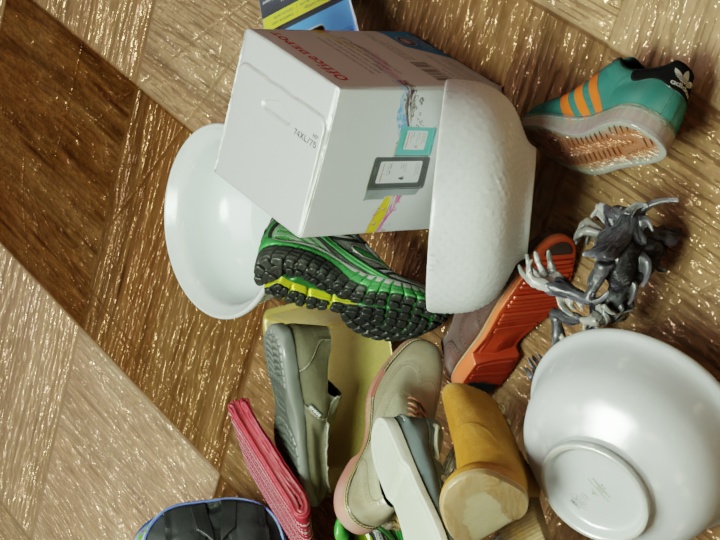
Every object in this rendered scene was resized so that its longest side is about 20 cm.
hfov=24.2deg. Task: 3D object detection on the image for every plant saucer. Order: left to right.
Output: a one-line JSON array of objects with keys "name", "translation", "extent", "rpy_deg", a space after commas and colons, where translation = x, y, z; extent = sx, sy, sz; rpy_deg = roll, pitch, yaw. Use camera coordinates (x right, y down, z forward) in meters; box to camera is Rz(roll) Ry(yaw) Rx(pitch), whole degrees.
[{"name": "plant saucer", "translation": [-0.011, 0.123, 1.693], "extent": [0.200, 0.048, 0.201], "rpy_deg": [-15, 83, 49]}]

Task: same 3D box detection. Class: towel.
[{"name": "towel", "translation": [-0.083, 0.221, 1.703], "extent": [0.145, 0.022, 0.200], "rpy_deg": [56, 168, 24]}]

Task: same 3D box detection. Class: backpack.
[{"name": "backpack", "translation": [-0.167, 0.351, 1.801], "extent": [0.147, 0.182, 0.201], "rpy_deg": [138, 128, -67]}]

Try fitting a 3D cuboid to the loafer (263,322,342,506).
[{"name": "loafer", "translation": [-0.045, 0.140, 1.645], "extent": [0.075, 0.069, 0.201], "rpy_deg": [-136, 36, -57]}]

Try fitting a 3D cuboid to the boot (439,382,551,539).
[{"name": "boot", "translation": [0.092, 0.152, 1.374], "extent": [0.071, 0.201, 0.145], "rpy_deg": [-29, 57, 11]}]

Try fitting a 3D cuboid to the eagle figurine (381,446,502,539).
[{"name": "eagle figurine", "translation": [0.074, 0.273, 1.475], "extent": [0.200, 0.150, 0.152], "rpy_deg": [-109, 11, -49]}]

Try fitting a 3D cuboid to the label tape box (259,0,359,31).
[{"name": "label tape box", "translation": [-0.040, -0.308, 1.672], "extent": [0.143, 0.066, 0.201], "rpy_deg": [-16, 83, 50]}]

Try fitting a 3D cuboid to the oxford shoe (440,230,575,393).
[{"name": "oxford shoe", "translation": [0.124, 0.028, 1.509], "extent": [0.200, 0.071, 0.073], "rpy_deg": [-58, 47, 36]}]

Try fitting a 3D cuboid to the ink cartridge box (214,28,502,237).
[{"name": "ink cartridge box", "translation": [-0.004, -0.129, 1.541], "extent": [0.147, 0.199, 0.147], "rpy_deg": [37, 121, 42]}]

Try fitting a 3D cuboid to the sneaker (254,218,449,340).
[{"name": "sneaker", "translation": [0.000, 0.000, 1.560], "extent": [0.078, 0.199, 0.086], "rpy_deg": [-42, 31, 45]}]

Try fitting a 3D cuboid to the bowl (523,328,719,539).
[{"name": "bowl", "translation": [0.206, 0.153, 1.344], "extent": [0.200, 0.090, 0.202], "rpy_deg": [21, 131, 26]}]

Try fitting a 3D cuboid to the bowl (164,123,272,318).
[{"name": "bowl", "translation": [-0.113, -0.053, 1.752], "extent": [0.201, 0.090, 0.202], "rpy_deg": [7, 99, 50]}]

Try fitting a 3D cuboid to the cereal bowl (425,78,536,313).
[{"name": "cereal bowl", "translation": [0.104, -0.060, 1.421], "extent": [0.083, 0.200, 0.201], "rpy_deg": [5, 101, 6]}]

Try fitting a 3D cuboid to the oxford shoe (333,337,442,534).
[{"name": "oxford shoe", "translation": [0.043, 0.143, 1.504], "extent": [0.074, 0.071, 0.201], "rpy_deg": [-29, 35, 52]}]

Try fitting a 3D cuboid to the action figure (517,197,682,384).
[{"name": "action figure", "translation": [0.191, 0.006, 1.393], "extent": [0.102, 0.119, 0.201], "rpy_deg": [41, 129, 31]}]

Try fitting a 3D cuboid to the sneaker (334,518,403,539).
[{"name": "sneaker", "translation": [0.032, 0.318, 1.633], "extent": [0.078, 0.085, 0.201], "rpy_deg": [-52, 57, 39]}]

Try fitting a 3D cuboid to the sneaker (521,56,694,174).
[{"name": "sneaker", "translation": [0.208, -0.132, 1.401], "extent": [0.080, 0.071, 0.200], "rpy_deg": [-57, 24, -14]}]

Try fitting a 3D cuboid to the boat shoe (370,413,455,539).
[{"name": "boat shoe", "translation": [0.068, 0.204, 1.386], "extent": [0.073, 0.061, 0.201], "rpy_deg": [113, 144, -46]}]
